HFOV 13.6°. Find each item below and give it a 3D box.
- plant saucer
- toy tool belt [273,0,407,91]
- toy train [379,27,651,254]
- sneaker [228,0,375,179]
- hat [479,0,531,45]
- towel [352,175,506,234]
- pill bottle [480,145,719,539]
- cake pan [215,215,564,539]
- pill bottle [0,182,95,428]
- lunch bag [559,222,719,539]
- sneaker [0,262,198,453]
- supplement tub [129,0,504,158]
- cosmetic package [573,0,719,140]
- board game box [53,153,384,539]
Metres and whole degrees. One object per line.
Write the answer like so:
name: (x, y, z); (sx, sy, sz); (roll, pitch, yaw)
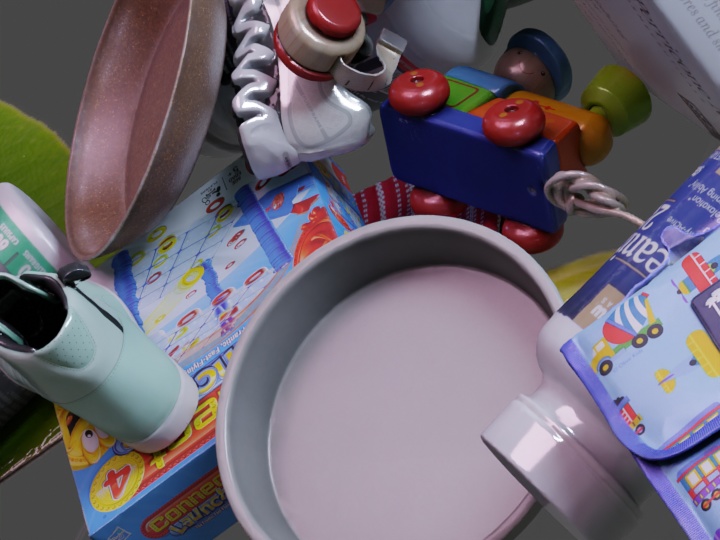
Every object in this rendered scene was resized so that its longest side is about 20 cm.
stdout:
plant saucer: (-0.120, -0.098, 1.735); (0.200, 0.037, 0.201); (-164, 90, -71)
toy tool belt: (0.016, -0.207, 1.645); (0.123, 0.125, 0.200); (-54, 10, 50)
toy train: (0.117, -0.070, 1.624); (0.200, 0.085, 0.116); (20, 45, 41)
sneaker: (-0.035, -0.149, 1.703); (0.081, 0.075, 0.201); (-9, 69, 7)
hat: (0.170, -0.214, 1.708); (0.166, 0.175, 0.201); (-160, 79, -86)
towel: (0.000, 0.000, 1.716); (0.200, 0.022, 0.145); (-24, 37, 28)
pill bottle: (0.153, 0.035, 1.412); (0.200, 0.111, 0.111); (-45, 31, -3)
cake pan: (0.023, 0.071, 1.521); (0.200, 0.037, 0.201); (-10, 64, 22)
pill bottle: (-0.253, 0.051, 1.853); (0.200, 0.113, 0.113); (-44, 31, 0)
lunch bag: (0.192, 0.052, 1.304); (0.150, 0.094, 0.200); (-39, 55, 6)
sneaker: (-0.177, 0.022, 1.650); (0.074, 0.118, 0.200); (-53, 37, -8)
supplement tub: (-0.026, -0.157, 1.820); (0.200, 0.140, 0.141); (-20, 38, 32)
cosmetic package: (0.199, -0.177, 1.562); (0.165, 0.165, 0.200); (-44, 32, -1)
board game box: (-0.078, 0.043, 1.680); (0.200, 0.056, 0.196); (-37, 38, 11)
